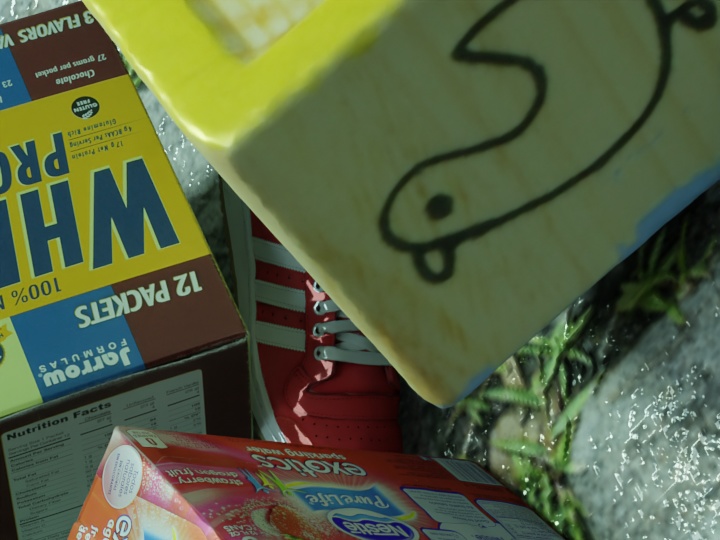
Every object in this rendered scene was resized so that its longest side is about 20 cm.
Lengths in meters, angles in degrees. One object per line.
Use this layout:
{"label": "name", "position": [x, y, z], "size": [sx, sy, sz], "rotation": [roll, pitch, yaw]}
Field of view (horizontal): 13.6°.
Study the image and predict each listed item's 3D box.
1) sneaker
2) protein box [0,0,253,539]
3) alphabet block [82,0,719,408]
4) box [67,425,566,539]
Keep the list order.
{"label": "sneaker", "position": [0.000, 0.000, 1.288], "size": [0.112, 0.071, 0.201], "rotation": [-40, 54, 43]}
{"label": "protein box", "position": [-0.143, 0.030, 1.333], "size": [0.200, 0.134, 0.199], "rotation": [92, 157, -54]}
{"label": "alphabet block", "position": [0.015, -0.107, 1.138], "size": [0.195, 0.200, 0.196], "rotation": [-42, 51, 1]}
{"label": "box", "position": [-0.013, 0.131, 1.186], "size": [0.100, 0.199, 0.096], "rotation": [39, 112, 44]}
